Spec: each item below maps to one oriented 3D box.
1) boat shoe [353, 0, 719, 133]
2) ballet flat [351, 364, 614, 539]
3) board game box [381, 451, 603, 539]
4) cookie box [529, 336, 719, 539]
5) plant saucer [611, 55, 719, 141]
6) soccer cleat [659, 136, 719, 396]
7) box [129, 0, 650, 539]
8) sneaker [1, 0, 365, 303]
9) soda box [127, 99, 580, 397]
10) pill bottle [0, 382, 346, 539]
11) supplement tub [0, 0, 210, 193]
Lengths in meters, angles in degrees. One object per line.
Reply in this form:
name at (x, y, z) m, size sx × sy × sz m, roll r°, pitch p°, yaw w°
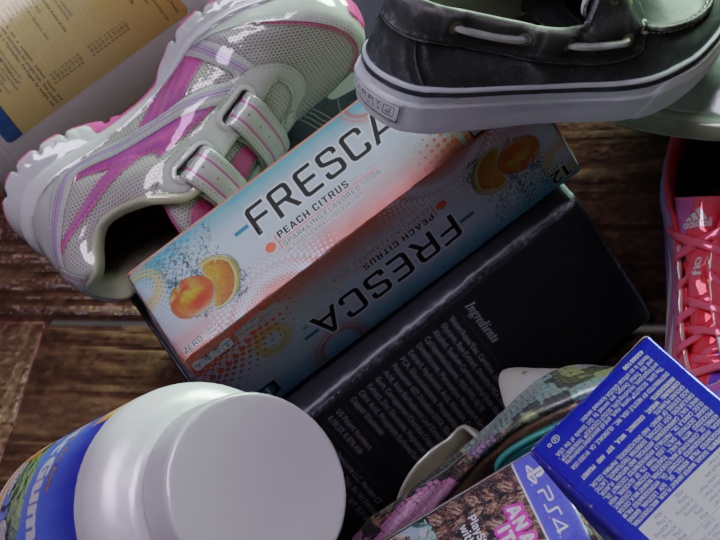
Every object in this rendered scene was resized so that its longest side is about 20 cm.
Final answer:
boat shoe at (0.089, -0.108, 1.217) m, size 0.199 × 0.071 × 0.072 m, roll -16°, pitch 50°, yaw -36°
ballet flat at (0.065, 0.091, 1.304) m, size 0.200 × 0.069 × 0.071 m, roll -39°, pitch 38°, yaw 19°
board game box at (0.043, 0.204, 1.229) m, size 0.199 × 0.097 × 0.160 m, roll -31°, pitch 48°, yaw 7°
cookie box at (0.183, 0.141, 1.147) m, size 0.075 × 0.171 × 0.200 m, roll -45°, pitch 49°, yaw -2°
plant saucer at (0.183, -0.126, 1.350) m, size 0.198 × 0.051 × 0.200 m, roll -3°, pitch 28°, yaw 1°
soccer cleat at (0.165, 0.009, 1.311) m, size 0.066 × 0.077 × 0.201 m, roll -11°, pitch 53°, yaw 22°
box at (0.000, 0.000, 1.383) m, size 0.200 × 0.118 × 0.197 m, roll -39°, pitch 49°, yaw 1°
sneaker at (-0.073, -0.053, 1.337) m, size 0.200 × 0.081 × 0.088 m, roll -40°, pitch 50°, yaw 9°
soda box at (-0.002, -0.022, 1.278) m, size 0.199 × 0.068 × 0.064 m, roll -36°, pitch 52°, yaw 1°
pill bottle at (-0.084, 0.111, 1.232) m, size 0.200 × 0.112 × 0.113 m, roll -29°, pitch 34°, yaw 61°
supplement tub at (-0.150, -0.150, 1.556) m, size 0.199 × 0.145 × 0.145 m, roll -36°, pitch 48°, yaw 2°
